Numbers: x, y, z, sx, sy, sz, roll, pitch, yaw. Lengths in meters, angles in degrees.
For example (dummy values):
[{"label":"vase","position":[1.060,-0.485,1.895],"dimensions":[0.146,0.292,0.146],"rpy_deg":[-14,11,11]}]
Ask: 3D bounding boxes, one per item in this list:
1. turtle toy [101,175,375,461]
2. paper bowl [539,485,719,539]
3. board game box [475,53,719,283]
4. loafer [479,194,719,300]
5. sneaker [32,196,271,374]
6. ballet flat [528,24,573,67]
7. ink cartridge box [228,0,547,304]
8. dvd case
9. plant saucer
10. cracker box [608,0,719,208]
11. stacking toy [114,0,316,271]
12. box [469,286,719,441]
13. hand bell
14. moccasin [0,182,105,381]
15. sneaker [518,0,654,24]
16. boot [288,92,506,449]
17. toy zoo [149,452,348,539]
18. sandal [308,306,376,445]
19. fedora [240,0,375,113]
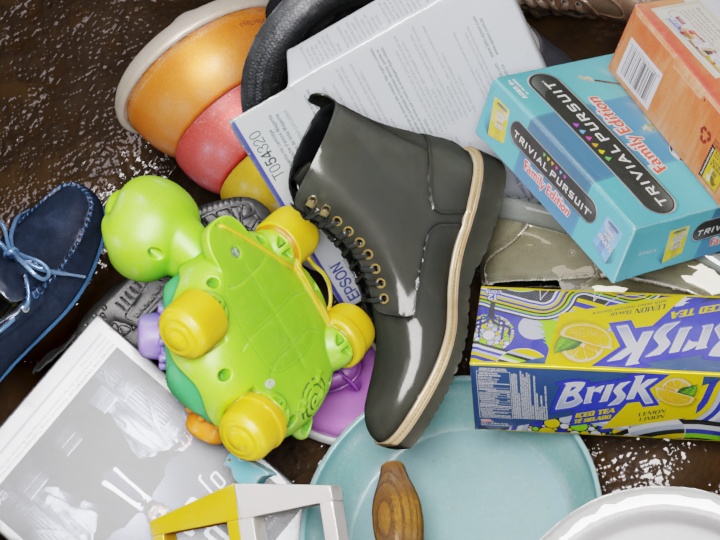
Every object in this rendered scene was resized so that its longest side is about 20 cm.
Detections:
[{"label":"turtle toy","position":[-0.089,0.026,1.314],"dimensions":[0.101,0.201,0.146],"rpy_deg":[-18,17,43]},{"label":"paper bowl","position":[0.175,0.223,1.175],"dimensions":[0.199,0.104,0.202],"rpy_deg":[-3,70,8]},{"label":"board game box","position":[0.198,-0.078,1.316],"dimensions":[0.199,0.047,0.151],"rpy_deg":[-14,49,-33]},{"label":"loafer","position":[0.165,0.006,1.342],"dimensions":[0.199,0.075,0.070],"rpy_deg":[15,85,26]},{"label":"sneaker","position":[-0.144,0.020,1.425],"dimensions":[0.200,0.104,0.060],"rpy_deg":[-41,94,-3]},{"label":"ballet flat","position":[0.074,-0.166,1.463],"dimensions":[0.199,0.073,0.073],"rpy_deg":[33,78,31]},{"label":"ink cartridge box","position":[0.033,-0.092,1.360],"dimensions":[0.199,0.197,0.043],"rpy_deg":[-28,43,3]},{"label":"dvd case","position":[-0.145,0.150,1.345],"dimensions":[0.200,0.025,0.151],"rpy_deg":[40,81,3]},{"label":"plant saucer","position":[0.060,0.166,1.309],"dimensions":[0.198,0.036,0.201],"rpy_deg":[-9,61,16]},{"label":"cracker box","position":[0.276,-0.117,1.308],"dimensions":[0.199,0.058,0.134],"rpy_deg":[-11,51,-30]},{"label":"stacking toy","position":[-0.069,-0.081,1.451],"dimensions":[0.146,0.146,0.201],"rpy_deg":[-33,73,0]},{"label":"box","position":[0.171,0.059,1.282],"dimensions":[0.198,0.065,0.070],"rpy_deg":[3,46,10]},{"label":"hand bell","position":[0.027,0.201,1.247],"dimensions":[0.103,0.104,0.201],"rpy_deg":[-16,46,12]},{"label":"moccasin","position":[-0.254,0.017,1.483],"dimensions":[0.080,0.068,0.201],"rpy_deg":[23,72,28]},{"label":"sneaker","position":[0.135,-0.207,1.475],"dimensions":[0.200,0.070,0.076],"rpy_deg":[37,98,35]},{"label":"boot","position":[0.000,0.000,1.299],"dimensions":[0.077,0.138,0.201],"rpy_deg":[-15,57,61]},{"label":"toy zoo","position":[-0.063,0.214,1.288],"dimensions":[0.130,0.020,0.202],"rpy_deg":[-14,79,21]},{"label":"sandal","position":[-0.051,0.044,1.406],"dimensions":[0.082,0.050,0.203],"rpy_deg":[-42,58,-5]},{"label":"fedora","position":[0.000,-0.145,1.395],"dimensions":[0.200,0.201,0.092],"rpy_deg":[-33,42,1]}]
